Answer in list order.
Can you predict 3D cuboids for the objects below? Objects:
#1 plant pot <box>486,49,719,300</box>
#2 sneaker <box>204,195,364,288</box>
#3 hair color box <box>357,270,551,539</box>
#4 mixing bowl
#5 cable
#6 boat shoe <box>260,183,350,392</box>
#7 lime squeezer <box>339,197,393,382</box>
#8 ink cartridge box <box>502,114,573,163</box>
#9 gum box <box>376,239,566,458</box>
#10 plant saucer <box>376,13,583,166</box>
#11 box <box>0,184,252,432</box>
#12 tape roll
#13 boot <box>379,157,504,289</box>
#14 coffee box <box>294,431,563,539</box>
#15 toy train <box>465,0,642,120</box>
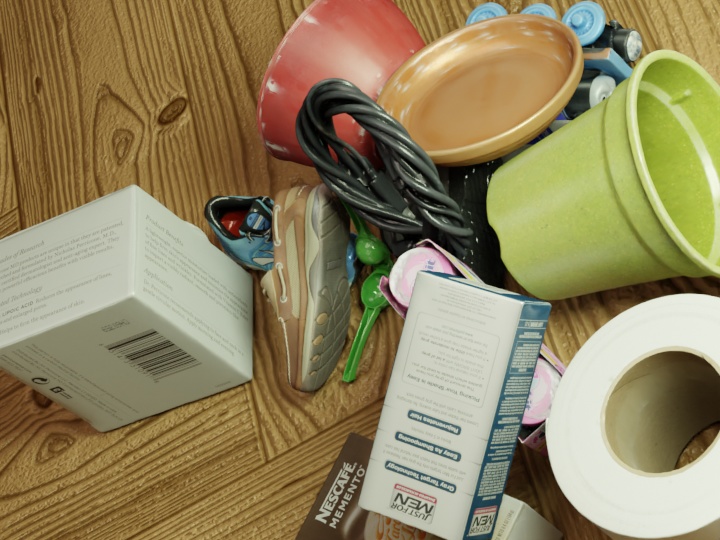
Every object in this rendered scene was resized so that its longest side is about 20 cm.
[{"bbox_3d":[0.218,-0.061,1.568,0.184,0.200,0.201,-23,51,38],"label":"plant pot"},{"bbox_3d":[-0.080,-0.028,1.811,0.200,0.090,0.078,14,72,36],"label":"sneaker"},{"bbox_3d":[0.076,0.109,1.469,0.100,0.061,0.200,17,95,30],"label":"hair color box"},{"bbox_3d":[0.005,-0.173,1.788,0.108,0.200,0.200,32,84,26],"label":"mixing bowl"},{"bbox_3d":[0.018,-0.083,1.607,0.051,0.200,0.163,-41,27,-16],"label":"cable"},{"bbox_3d":[-0.054,0.015,1.741,0.072,0.076,0.200,7,95,27],"label":"boat shoe"},{"bbox_3d":[0.000,0.000,1.734,0.038,0.071,0.200,21,120,56],"label":"lime squeezer"},{"bbox_3d":[0.143,-0.128,1.707,0.200,0.095,0.037,8,66,39],"label":"ink cartridge box"},{"bbox_3d":[0.110,0.064,1.560,0.066,0.113,0.200,-45,66,5],"label":"gum box"},{"bbox_3d":[0.109,-0.158,1.651,0.200,0.037,0.200,-19,36,14],"label":"plant saucer"},{"bbox_3d":[-0.241,0.042,1.810,0.200,0.199,0.131,-20,52,26],"label":"box"},{"bbox_3d":[0.265,0.137,1.427,0.203,0.139,0.203,-17,55,26],"label":"tape roll"},{"bbox_3d":[0.071,-0.025,1.726,0.132,0.070,0.200,-9,67,50],"label":"boot"},{"bbox_3d":[0.056,0.229,1.561,0.200,0.080,0.114,17,74,41],"label":"coffee box"},{"bbox_3d":[0.171,-0.190,1.739,0.200,0.087,0.114,5,76,36],"label":"toy train"}]
